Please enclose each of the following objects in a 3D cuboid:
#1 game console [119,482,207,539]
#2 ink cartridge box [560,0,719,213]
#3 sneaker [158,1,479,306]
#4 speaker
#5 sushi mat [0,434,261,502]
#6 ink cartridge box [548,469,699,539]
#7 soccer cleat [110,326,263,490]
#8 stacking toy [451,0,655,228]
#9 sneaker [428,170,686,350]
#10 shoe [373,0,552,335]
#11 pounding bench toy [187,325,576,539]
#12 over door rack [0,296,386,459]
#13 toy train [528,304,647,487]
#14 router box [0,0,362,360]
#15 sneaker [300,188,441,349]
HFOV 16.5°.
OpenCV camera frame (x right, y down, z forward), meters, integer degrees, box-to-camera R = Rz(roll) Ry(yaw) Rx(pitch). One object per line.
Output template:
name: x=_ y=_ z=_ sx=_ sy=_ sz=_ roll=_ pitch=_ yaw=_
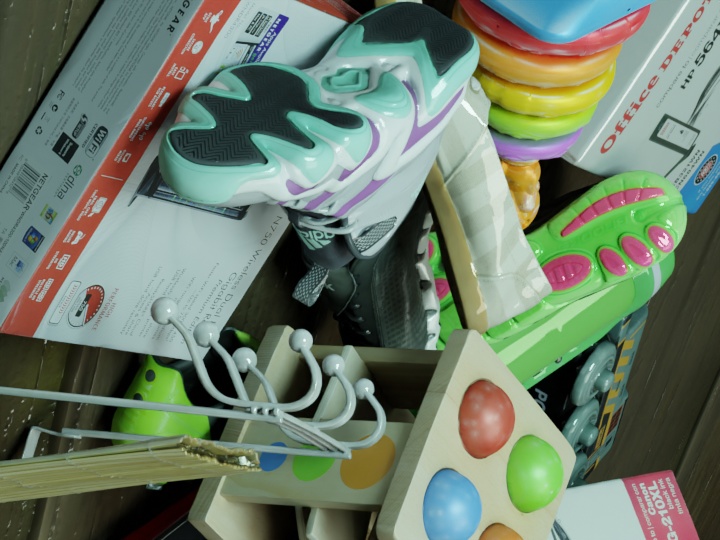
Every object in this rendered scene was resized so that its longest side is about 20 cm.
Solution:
game console: x=-0.131 y=0.231 z=1.482 sx=0.176 sy=0.031 sz=0.201 roll=-33 pitch=143 yaw=-21
ink cartridge box: x=0.177 y=-0.126 z=1.496 sx=0.146 sy=0.084 sz=0.200 roll=-57 pitch=154 yaw=11
sneaker: x=-0.025 y=-0.036 z=1.189 sx=0.199 sy=0.078 sz=0.141 roll=-25 pitch=143 yaw=-41
speaker: x=0.097 y=0.024 z=1.538 sx=0.199 sy=0.088 sz=0.089 roll=-33 pitch=149 yaw=-18
sushi mat: x=-0.156 y=0.098 z=1.178 sx=0.096 sy=0.199 sz=0.012 roll=27 pitch=57 yaw=-69
ink cartridge box: x=0.104 y=0.206 z=1.624 sx=0.199 sy=0.085 sz=0.145 roll=-6 pitch=157 yaw=-33
soccer cleat: x=-0.058 y=0.072 z=1.398 sx=0.199 sy=0.067 sz=0.081 roll=-6 pitch=125 yaw=-52
stacking toy: x=0.094 y=-0.101 z=1.361 sx=0.116 sy=0.110 sz=0.201 roll=-28 pitch=142 yaw=-34
sneaker: x=0.100 y=-0.001 z=1.465 sx=0.199 sy=0.077 sz=0.084 roll=-16 pitch=174 yaw=11
shoe: x=0.052 y=-0.065 z=1.310 sx=0.053 sy=0.070 sz=0.201 roll=-17 pitch=108 yaw=2
pounding bench toy: x=0.039 y=0.136 z=1.346 sx=0.200 sy=0.155 sz=0.125 roll=49 pitch=53 yaw=-41
over door rack: x=-0.100 y=0.061 z=1.216 sx=0.148 sy=0.198 sz=0.067 roll=42 pitch=42 yaw=-71
toy train: x=0.141 y=0.076 z=1.689 sx=0.114 sy=0.085 sz=0.201 roll=-43 pitch=153 yaw=-42
router box: x=-0.088 y=-0.057 z=1.205 sx=0.201 sy=0.049 sz=0.179 roll=-57 pitch=153 yaw=11
sneaker: x=0.000 y=0.000 z=1.394 sx=0.090 sy=0.066 sz=0.201 roll=-20 pitch=131 yaw=-36
